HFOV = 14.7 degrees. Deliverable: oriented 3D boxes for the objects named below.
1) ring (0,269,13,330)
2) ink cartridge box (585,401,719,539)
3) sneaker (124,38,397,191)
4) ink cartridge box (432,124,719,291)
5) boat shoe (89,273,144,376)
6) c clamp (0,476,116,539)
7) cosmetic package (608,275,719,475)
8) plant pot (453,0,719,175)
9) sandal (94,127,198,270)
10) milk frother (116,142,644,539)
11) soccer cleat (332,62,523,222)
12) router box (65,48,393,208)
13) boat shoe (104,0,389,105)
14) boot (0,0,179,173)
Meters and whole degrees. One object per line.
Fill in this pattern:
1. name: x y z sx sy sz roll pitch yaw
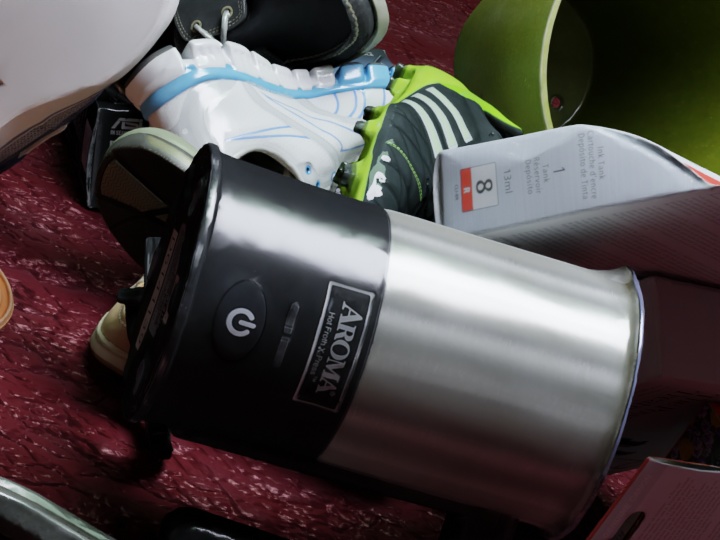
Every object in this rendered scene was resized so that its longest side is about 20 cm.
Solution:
1. ring: -0.256 -0.011 1.282 0.200 0.019 0.200 21 16 -6
2. ink cartridge box: 0.164 0.116 1.281 0.200 0.109 0.050 10 35 -39
3. sneaker: -0.030 -0.058 1.419 0.200 0.075 0.087 1 61 -43
4. ink cartridge box: 0.155 -0.032 1.199 0.200 0.050 0.162 -14 -20 31
5. boat shoe: -0.076 0.008 1.374 0.074 0.069 0.200 25 16 6
6. c clamp: -0.108 0.127 1.035 0.200 0.027 0.171 30 18 19
7. cosmetic package: 0.123 0.056 1.334 0.151 0.052 0.200 7 -17 -39
8. plant pot: 0.137 -0.111 1.565 0.187 0.187 0.200 16 -2 -25
9. sandal: -0.038 0.007 1.291 0.201 0.080 0.057 51 32 -13
10. milk frother: -0.006 0.038 1.186 0.188 0.181 0.200 17 23 -12
11. soccer cleat: 0.033 -0.046 1.334 0.081 0.068 0.200 25 25 2
12. router box: -0.067 -0.084 1.609 0.200 0.062 0.150 3 21 -14
13. boat shoe: -0.062 -0.121 1.461 0.200 0.072 0.068 -6 27 49
14. boot: -0.163 -0.104 1.406 0.073 0.200 0.090 59 19 2
